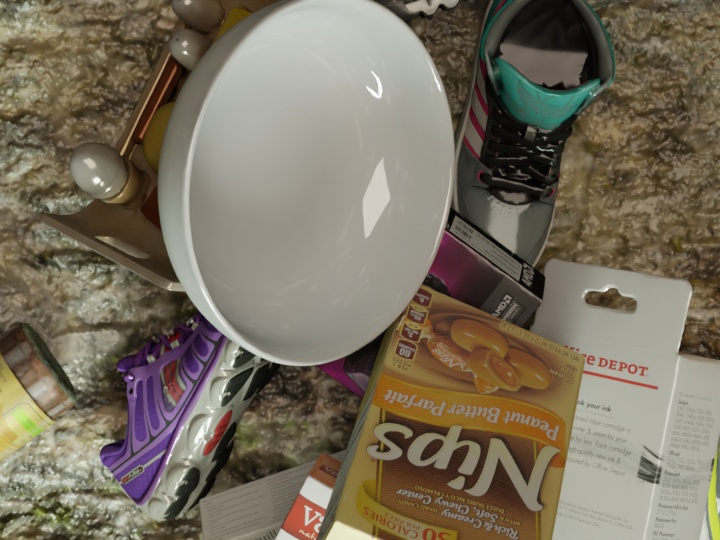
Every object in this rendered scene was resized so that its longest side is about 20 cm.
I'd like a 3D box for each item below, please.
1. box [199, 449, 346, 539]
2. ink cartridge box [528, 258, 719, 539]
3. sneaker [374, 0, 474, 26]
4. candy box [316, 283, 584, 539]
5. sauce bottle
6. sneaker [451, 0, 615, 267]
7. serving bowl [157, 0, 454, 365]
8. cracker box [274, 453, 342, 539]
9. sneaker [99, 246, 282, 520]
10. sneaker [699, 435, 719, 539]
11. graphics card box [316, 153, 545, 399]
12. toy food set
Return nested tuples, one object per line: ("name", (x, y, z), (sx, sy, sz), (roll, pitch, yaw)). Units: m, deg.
("box", (0.000, 0.134, 1.009), (0.199, 0.042, 0.039), (-20, 134, 6))
("ink cartridge box", (0.155, 0.102, 1.010), (0.068, 0.116, 0.202), (12, 89, -47))
("sneaker", (0.074, -0.228, 1.027), (0.199, 0.066, 0.091), (-31, 111, -8))
("candy box", (0.052, 0.105, 0.909), (0.115, 0.201, 0.056), (23, 129, -2))
("sauce bottle", (-0.268, 0.114, 1.005), (0.199, 0.065, 0.065), (-37, 93, -3))
("sneaker", (0.105, -0.090, 1.009), (0.083, 0.121, 0.202), (6, 90, -4))
("serving bowl", (-0.037, -0.052, 0.905), (0.199, 0.066, 0.202), (-12, 107, -42))
("cracker box", (-0.012, 0.226, 0.942), (0.133, 0.058, 0.201), (27, 100, 4))
("sneaker", (-0.103, 0.058, 0.991), (0.083, 0.081, 0.201), (35, 109, 14))
("sneaker", (0.235, 0.159, 1.053), (0.080, 0.074, 0.202), (-4, 96, -14))
("graphics card box", (0.000, 0.000, 1.016), (0.199, 0.051, 0.126), (36, 109, -5))
("toy food set", (-0.106, -0.098, 0.978), (0.060, 0.143, 0.201), (27, 88, -46))
